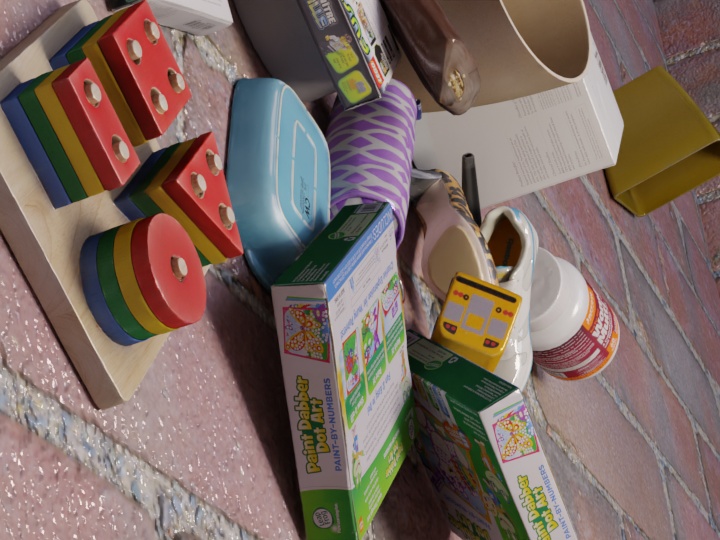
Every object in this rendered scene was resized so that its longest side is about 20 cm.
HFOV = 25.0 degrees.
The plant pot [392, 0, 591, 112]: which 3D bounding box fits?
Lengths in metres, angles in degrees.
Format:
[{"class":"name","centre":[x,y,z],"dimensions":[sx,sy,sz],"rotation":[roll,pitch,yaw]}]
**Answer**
[{"class":"plant pot","centre":[0.091,-0.233,1.572],"dimensions":[0.187,0.199,0.189],"rotation":[32,47,-43]}]

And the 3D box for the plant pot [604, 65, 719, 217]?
[{"class":"plant pot","centre":[0.505,-0.230,2.772],"dimensions":[0.177,0.199,0.200],"rotation":[67,17,17]}]

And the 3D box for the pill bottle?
[{"class":"pill bottle","centre":[0.216,0.048,1.836],"dimensions":[0.200,0.109,0.110],"rotation":[39,38,-58]}]

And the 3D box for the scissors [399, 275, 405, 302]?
[{"class":"scissors","centre":[0.000,0.000,1.433],"dimensions":[0.200,0.014,0.074],"rotation":[-4,80,-69]}]

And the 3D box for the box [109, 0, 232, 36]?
[{"class":"box","centre":[-0.161,-0.279,1.191],"dimensions":[0.144,0.036,0.201],"rotation":[-3,75,-71]}]

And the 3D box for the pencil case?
[{"class":"pencil case","centre":[0.006,-0.090,1.430],"dimensions":[0.201,0.083,0.086],"rotation":[-80,180,-51]}]

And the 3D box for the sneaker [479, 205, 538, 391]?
[{"class":"sneaker","centre":[0.135,0.034,1.628],"dimensions":[0.081,0.076,0.202],"rotation":[44,49,-68]}]

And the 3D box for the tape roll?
[{"class":"tape roll","centre":[-0.050,-0.254,1.429],"dimensions":[0.201,0.066,0.201],"rotation":[53,28,-44]}]

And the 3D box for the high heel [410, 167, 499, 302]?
[{"class":"high heel","centre":[0.104,-0.023,1.594],"dimensions":[0.201,0.071,0.142],"rotation":[58,19,20]}]

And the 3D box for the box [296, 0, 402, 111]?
[{"class":"box","centre":[-0.027,-0.244,1.333],"dimensions":[0.110,0.034,0.201],"rotation":[-66,135,-62]}]

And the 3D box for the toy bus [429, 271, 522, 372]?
[{"class":"toy bus","centre":[0.095,0.065,1.455],"dimensions":[0.200,0.065,0.079],"rotation":[102,8,-69]}]

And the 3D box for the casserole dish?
[{"class":"casserole dish","centre":[-0.060,-0.071,1.286],"dimensions":[0.121,0.039,0.201],"rotation":[54,28,-42]}]

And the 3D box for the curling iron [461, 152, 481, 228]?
[{"class":"curling iron","centre":[0.124,-0.037,1.698],"dimensions":[0.049,0.025,0.201],"rotation":[-34,129,-27]}]

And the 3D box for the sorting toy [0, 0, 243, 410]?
[{"class":"sorting toy","centre":[-0.143,-0.054,0.994],"dimensions":[0.200,0.069,0.200],"rotation":[-68,137,-62]}]

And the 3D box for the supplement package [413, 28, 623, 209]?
[{"class":"supplement package","centre":[0.158,-0.170,1.726],"dimensions":[0.153,0.199,0.151],"rotation":[67,20,-15]}]

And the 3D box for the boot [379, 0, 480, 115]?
[{"class":"boot","centre":[0.041,-0.245,1.370],"dimensions":[0.187,0.064,0.201],"rotation":[66,0,-56]}]

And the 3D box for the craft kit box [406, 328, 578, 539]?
[{"class":"craft kit box","centre":[0.102,0.163,1.356],"dimensions":[0.198,0.048,0.200],"rotation":[64,-16,-21]}]

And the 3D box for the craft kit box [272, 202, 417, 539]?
[{"class":"craft kit box","centre":[-0.007,0.072,1.220],"dimensions":[0.200,0.048,0.199],"rotation":[-51,133,-67]}]
